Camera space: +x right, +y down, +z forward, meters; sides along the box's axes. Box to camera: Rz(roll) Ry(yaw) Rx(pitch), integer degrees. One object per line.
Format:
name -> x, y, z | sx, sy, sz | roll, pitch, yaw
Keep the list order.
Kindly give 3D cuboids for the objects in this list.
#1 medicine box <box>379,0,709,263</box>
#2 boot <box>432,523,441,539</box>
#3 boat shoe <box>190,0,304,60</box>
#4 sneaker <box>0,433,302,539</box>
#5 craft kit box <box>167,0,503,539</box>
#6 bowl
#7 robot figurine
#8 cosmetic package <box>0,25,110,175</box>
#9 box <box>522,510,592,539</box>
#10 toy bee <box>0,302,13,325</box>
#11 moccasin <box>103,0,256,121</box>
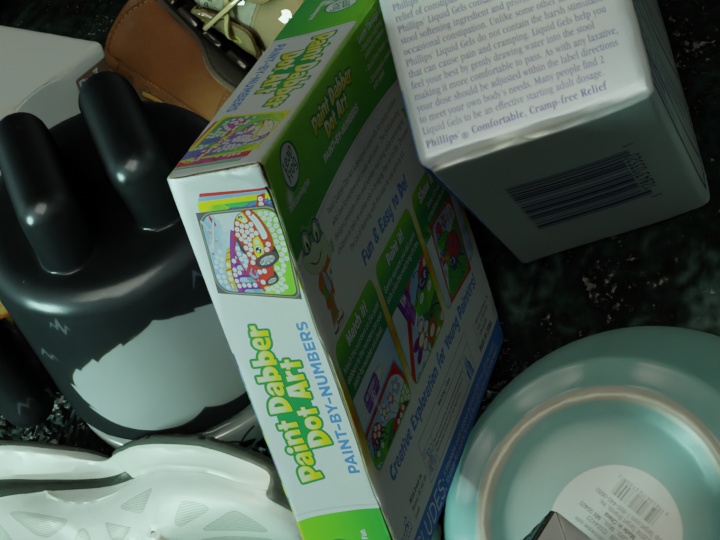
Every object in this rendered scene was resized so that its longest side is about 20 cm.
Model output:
medicine box -> 0.077, -0.127, 0.812 | 0.103, 0.182, 0.200 | -17, 73, 14
boot -> -0.040, 0.166, 0.795 | 0.090, 0.073, 0.200 | 34, 50, 0
boat shoe -> -0.057, -0.147, 0.903 | 0.200, 0.066, 0.074 | 55, 136, 30
sneaker -> -0.109, 0.139, 0.796 | 0.200, 0.076, 0.116 | -5, 58, 33
craft kit box -> 0.000, 0.000, 0.759 | 0.048, 0.200, 0.198 | -6, 117, 20
bowl -> 0.119, 0.114, 0.787 | 0.200, 0.105, 0.201 | -4, 76, 18
robot figurine -> -0.095, 0.006, 0.806 | 0.150, 0.200, 0.125 | 5, 54, 21
cosmetic package -> -0.224, -0.077, 0.919 | 0.200, 0.074, 0.102 | 16, 47, 36
box -> 0.065, 0.202, 0.735 | 0.117, 0.060, 0.200 | 39, 133, 3
toy bee -> -0.182, 0.026, 0.908 | 0.131, 0.109, 0.200 | 20, 85, 20
moccasin -> -0.064, -0.063, 0.906 | 0.201, 0.074, 0.078 | 42, 103, 19
